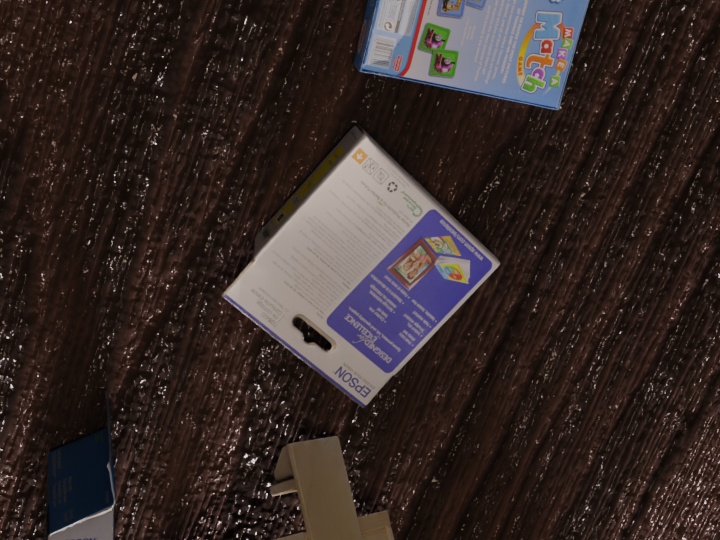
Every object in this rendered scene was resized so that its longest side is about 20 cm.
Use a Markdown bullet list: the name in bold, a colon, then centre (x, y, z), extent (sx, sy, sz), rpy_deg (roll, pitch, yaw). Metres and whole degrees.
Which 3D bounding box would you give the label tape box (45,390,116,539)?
- **label tape box**: centre (-0.263, 0.235, 1.138), extent (0.065, 0.143, 0.202), rpy_deg (-1, 112, -14)

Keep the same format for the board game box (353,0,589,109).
- **board game box**: centre (0.106, -0.238, 1.100), extent (0.198, 0.037, 0.153), rpy_deg (9, 109, -17)

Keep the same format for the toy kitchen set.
- **toy kitchen set**: centre (-0.095, 0.273, 1.248), extent (0.199, 0.180, 0.165), rpy_deg (-1, 73, -48)

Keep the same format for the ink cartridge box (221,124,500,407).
- **ink cartridge box**: centre (0.000, 0.000, 1.167), extent (0.200, 0.047, 0.197), rpy_deg (-45, 116, 8)
